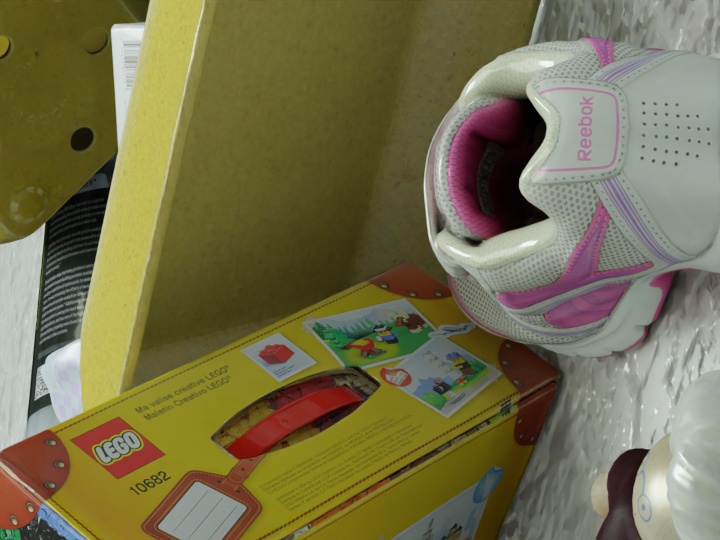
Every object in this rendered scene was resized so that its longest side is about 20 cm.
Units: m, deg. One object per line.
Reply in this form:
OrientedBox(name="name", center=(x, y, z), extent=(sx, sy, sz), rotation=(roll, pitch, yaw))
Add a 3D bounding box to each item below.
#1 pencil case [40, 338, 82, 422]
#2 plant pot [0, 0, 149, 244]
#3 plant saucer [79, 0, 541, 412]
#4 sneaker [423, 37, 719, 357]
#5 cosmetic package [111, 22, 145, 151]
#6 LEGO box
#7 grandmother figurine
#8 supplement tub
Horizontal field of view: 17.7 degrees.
OrientedBox(name="pencil case", center=(-0.079, 0.118, 1.008), extent=(0.091, 0.083, 0.201), rotation=(-38, 66, 61))
OrientedBox(name="plant pot", center=(-0.197, -0.128, 1.141), extent=(0.196, 0.194, 0.200), rotation=(-45, 46, -5))
OrientedBox(name="plant saucer", center=(-0.022, -0.041, 0.802), extent=(0.048, 0.199, 0.201), rotation=(25, 112, 29))
OrientedBox(name="sneaker", center=(0.057, -0.027, 0.686), extent=(0.200, 0.088, 0.082), rotation=(141, 135, -68))
OrientedBox(name="cosmetic package", center=(-0.046, 0.003, 0.894), extent=(0.050, 0.082, 0.202), rotation=(4, 100, 37))
OrientedBox(name="LEGO box", center=(-0.038, 0.103, 0.765), extent=(0.077, 0.199, 0.150), rotation=(36, 126, 25))
OrientedBox(name="grandmother figurine", center=(0.074, 0.099, 0.625), extent=(0.201, 0.060, 0.122), rotation=(111, 151, -48))
OrientedBox(name="supplement tub", center=(-0.105, 0.018, 1.187), extent=(0.123, 0.122, 0.201), rotation=(132, 143, -64))
